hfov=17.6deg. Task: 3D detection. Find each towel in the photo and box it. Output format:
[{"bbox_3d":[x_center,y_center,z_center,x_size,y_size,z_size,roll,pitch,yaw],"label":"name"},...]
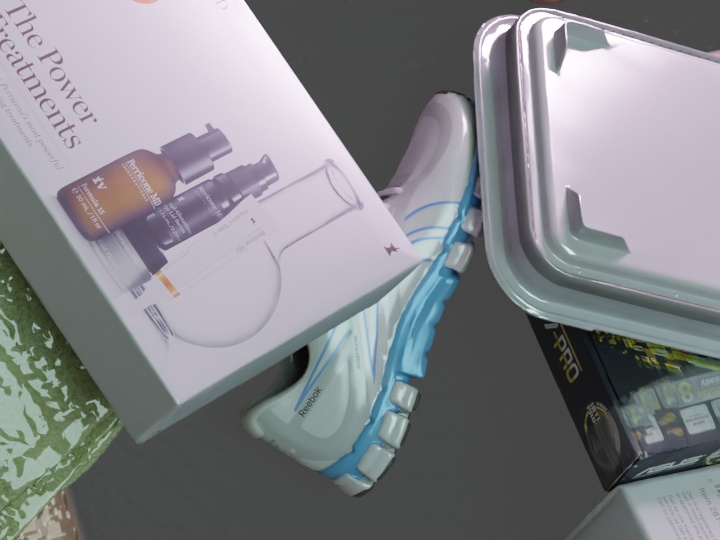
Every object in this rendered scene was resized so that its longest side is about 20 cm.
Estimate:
[{"bbox_3d":[-0.191,0.022,1.033,0.148,0.036,0.200,-46,108,-18],"label":"towel"}]

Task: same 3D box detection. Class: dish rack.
[{"bbox_3d":[0.153,-0.045,1.119,0.200,0.044,0.172,13,55,-24],"label":"dish rack"}]

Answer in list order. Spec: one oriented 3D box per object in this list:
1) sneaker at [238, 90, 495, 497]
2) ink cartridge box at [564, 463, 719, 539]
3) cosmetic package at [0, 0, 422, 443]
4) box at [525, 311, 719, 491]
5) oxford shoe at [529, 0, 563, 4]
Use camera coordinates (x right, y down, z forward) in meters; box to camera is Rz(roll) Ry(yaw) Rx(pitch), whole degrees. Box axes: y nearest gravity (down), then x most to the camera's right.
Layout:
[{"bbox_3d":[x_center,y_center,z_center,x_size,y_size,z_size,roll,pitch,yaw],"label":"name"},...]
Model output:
[{"bbox_3d":[0.000,0.000,1.106,0.087,0.075,0.200,23,77,-14],"label":"sneaker"},{"bbox_3d":[0.215,0.168,1.142,0.200,0.084,0.146,-7,59,-33],"label":"ink cartridge box"},{"bbox_3d":[-0.088,-0.046,1.026,0.151,0.052,0.200,-30,83,-38],"label":"cosmetic package"},{"bbox_3d":[0.181,0.013,1.166,0.200,0.049,0.161,-10,67,-25],"label":"box"},{"bbox_3d":[0.098,-0.234,1.151,0.070,0.075,0.201,-1,90,-26],"label":"oxford shoe"}]
